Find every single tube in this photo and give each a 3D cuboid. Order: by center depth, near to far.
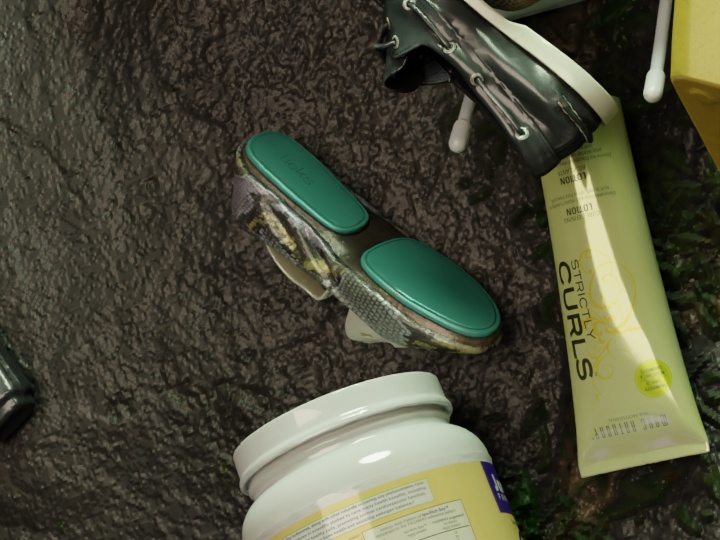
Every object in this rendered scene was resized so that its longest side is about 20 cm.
[{"bbox_3d":[0.136,0.007,1.330,0.058,0.052,0.202,155,106,-68],"label":"tube"}]

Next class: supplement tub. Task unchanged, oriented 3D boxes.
[{"bbox_3d":[0.021,0.171,1.316,0.145,0.145,0.201,-28,73,22],"label":"supplement tub"}]

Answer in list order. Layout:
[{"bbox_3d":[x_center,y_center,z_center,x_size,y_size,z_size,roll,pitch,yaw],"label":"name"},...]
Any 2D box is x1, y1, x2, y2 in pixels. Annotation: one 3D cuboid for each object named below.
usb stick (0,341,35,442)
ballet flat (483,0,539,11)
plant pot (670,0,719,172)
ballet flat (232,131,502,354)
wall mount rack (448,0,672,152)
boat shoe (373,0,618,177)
[{"bbox_3d":[-0.274,0.023,1.547,0.055,0.033,0.200,-45,68,15],"label":"usb stick"},{"bbox_3d":[0.027,-0.216,1.318,0.068,0.075,0.200,-49,62,12],"label":"ballet flat"},{"bbox_3d":[0.255,-0.123,1.170,0.199,0.200,0.177,17,75,27],"label":"plant pot"},{"bbox_3d":[0.000,0.000,1.398,0.200,0.072,0.072,40,103,25],"label":"ballet flat"},{"bbox_3d":[0.106,-0.158,1.345,0.199,0.074,0.175,-14,78,26],"label":"wall mount rack"},{"bbox_3d":[0.042,-0.117,1.294,0.199,0.075,0.066,38,88,19],"label":"boat shoe"}]
